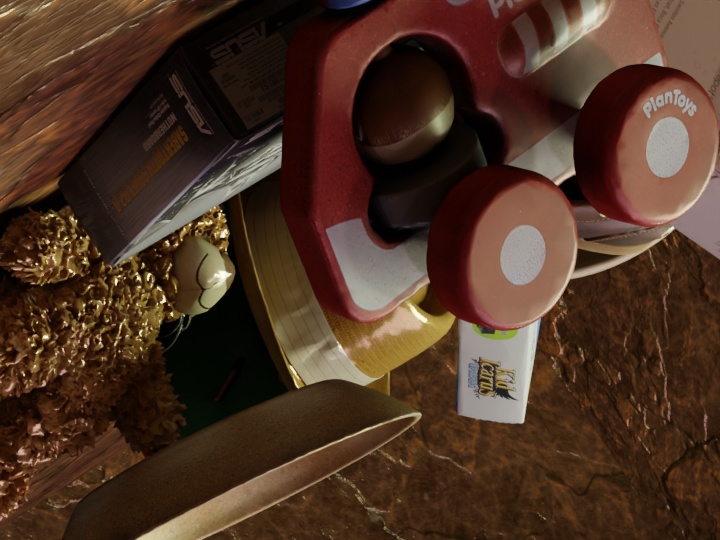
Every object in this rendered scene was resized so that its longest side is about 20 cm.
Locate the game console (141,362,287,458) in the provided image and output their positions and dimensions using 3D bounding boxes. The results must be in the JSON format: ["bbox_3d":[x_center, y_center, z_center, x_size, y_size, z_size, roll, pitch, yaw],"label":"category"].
[{"bbox_3d":[-0.079,0.035,1.749,0.177,0.031,0.200,-33,-144,-1],"label":"game console"}]

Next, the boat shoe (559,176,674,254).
[{"bbox_3d":[0.067,-0.054,1.362,0.199,0.071,0.070,5,161,-14],"label":"boat shoe"}]

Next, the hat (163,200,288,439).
[{"bbox_3d":[-0.024,0.024,1.665,0.165,0.201,0.176,-8,180,45],"label":"hat"}]

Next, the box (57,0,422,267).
[{"bbox_3d":[-0.023,-0.090,1.240,0.200,0.048,0.158,-32,176,-32],"label":"box"}]

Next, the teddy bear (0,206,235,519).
[{"bbox_3d":[-0.126,0.030,1.293,0.200,0.146,0.067,-25,-161,-39],"label":"teddy bear"}]

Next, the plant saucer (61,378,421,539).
[{"bbox_3d":[-0.067,0.099,1.357,0.200,0.036,0.200,-26,173,-4],"label":"plant saucer"}]

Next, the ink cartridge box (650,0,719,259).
[{"bbox_3d":[0.169,-0.103,1.324,0.146,0.200,0.085,-58,-174,-20],"label":"ink cartridge box"}]

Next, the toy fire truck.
[{"bbox_3d":[0.043,-0.080,1.137,0.200,0.168,0.112,-35,-151,-26],"label":"toy fire truck"}]

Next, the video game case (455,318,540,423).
[{"bbox_3d":[0.092,-0.040,1.631,0.181,0.045,0.201,89,10,-62],"label":"video game case"}]

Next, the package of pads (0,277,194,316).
[{"bbox_3d":[-0.191,0.054,1.500,0.154,0.068,0.200,-36,177,31],"label":"package of pads"}]

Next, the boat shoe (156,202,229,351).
[{"bbox_3d":[-0.117,0.019,1.390,0.066,0.070,0.200,8,-146,36],"label":"boat shoe"}]

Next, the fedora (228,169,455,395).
[{"bbox_3d":[0.000,0.000,1.484,0.082,0.201,0.201,-18,-179,16],"label":"fedora"}]

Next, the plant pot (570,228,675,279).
[{"bbox_3d":[0.092,-0.102,1.451,0.201,0.201,0.093,-35,-147,7],"label":"plant pot"}]
